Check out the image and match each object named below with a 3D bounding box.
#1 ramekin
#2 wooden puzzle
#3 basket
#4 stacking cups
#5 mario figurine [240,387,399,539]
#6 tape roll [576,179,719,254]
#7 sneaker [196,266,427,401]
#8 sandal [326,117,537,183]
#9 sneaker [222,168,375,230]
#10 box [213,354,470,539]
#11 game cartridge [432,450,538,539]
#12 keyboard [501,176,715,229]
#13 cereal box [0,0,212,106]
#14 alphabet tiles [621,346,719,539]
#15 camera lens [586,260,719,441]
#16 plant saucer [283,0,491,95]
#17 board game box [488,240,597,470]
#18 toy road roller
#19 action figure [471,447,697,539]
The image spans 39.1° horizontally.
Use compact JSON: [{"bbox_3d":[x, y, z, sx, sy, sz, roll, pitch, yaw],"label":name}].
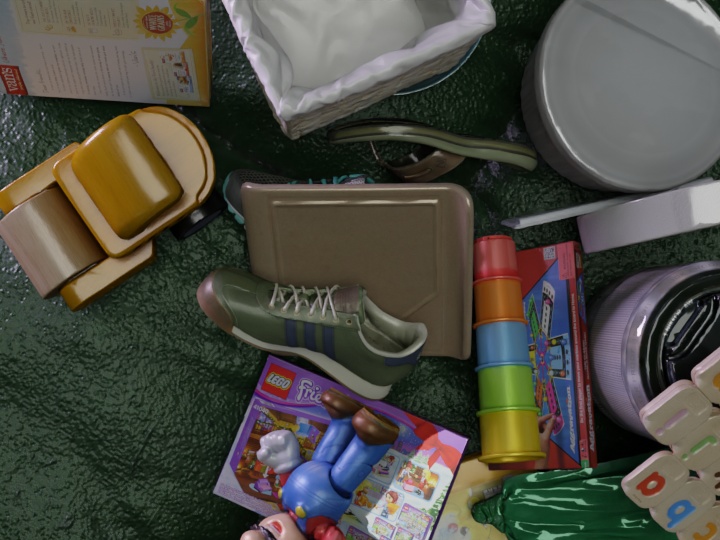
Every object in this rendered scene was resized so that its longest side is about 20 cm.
[{"bbox_3d":[0.242,-0.165,0.939,0.202,0.094,0.203,1,84,-12],"label":"ramekin"},{"bbox_3d":[0.000,0.000,0.897,0.199,0.037,0.186,3,127,8],"label":"wooden puzzle"},{"bbox_3d":[-0.021,-0.243,0.871,0.198,0.161,0.201,-25,91,-5],"label":"basket"},{"bbox_3d":[0.123,0.070,0.909,0.060,0.061,0.201,-4,73,-5],"label":"stacking cups"},{"bbox_3d":[-0.053,0.197,0.847,0.106,0.123,0.200,28,85,-2],"label":"mario figurine"},{"bbox_3d":[0.292,-0.053,0.898,0.202,0.203,0.037,-13,88,-5],"label":"tape roll"},{"bbox_3d":[-0.031,0.035,0.864,0.200,0.067,0.090,30,129,-21],"label":"sneaker"},{"bbox_3d":[0.066,-0.106,0.945,0.200,0.080,0.058,10,101,-5],"label":"sandal"},{"bbox_3d":[-0.024,-0.059,0.919,0.199,0.078,0.091,20,131,-9],"label":"sneaker"},{"bbox_3d":[-0.017,0.177,0.922,0.199,0.039,0.137,22,87,11],"label":"box"},{"bbox_3d":[0.103,0.279,0.955,0.176,0.032,0.201,-17,88,-5],"label":"game cartridge"},{"bbox_3d":[0.236,-0.064,0.965,0.199,0.056,0.011,-12,93,-5],"label":"keyboard"},{"bbox_3d":[-0.232,-0.207,0.889,0.199,0.144,0.040,4,61,-5],"label":"cereal box"},{"bbox_3d":[0.309,0.137,0.792,0.196,0.015,0.200,-43,118,13],"label":"alphabet tiles"},{"bbox_3d":[0.285,0.074,0.892,0.159,0.200,0.161,0,88,-5],"label":"camera lens"},{"bbox_3d":[0.025,-0.265,0.969,0.199,0.027,0.201,0,87,-5],"label":"plant saucer"},{"bbox_3d":[0.159,0.080,0.925,0.103,0.019,0.201,-11,76,39],"label":"board game box"},{"bbox_3d":[-0.220,-0.063,0.882,0.200,0.146,0.123,-35,91,-5],"label":"toy road roller"},{"bbox_3d":[0.201,0.216,0.925,0.199,0.055,0.119,-2,94,-1],"label":"action figure"}]
